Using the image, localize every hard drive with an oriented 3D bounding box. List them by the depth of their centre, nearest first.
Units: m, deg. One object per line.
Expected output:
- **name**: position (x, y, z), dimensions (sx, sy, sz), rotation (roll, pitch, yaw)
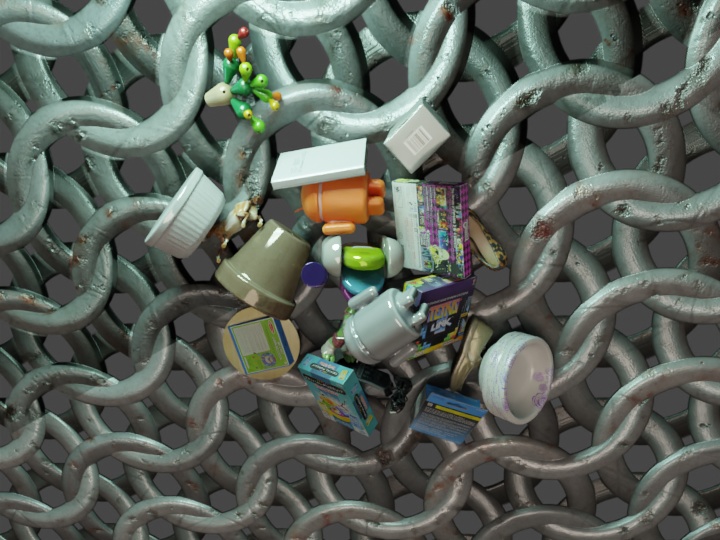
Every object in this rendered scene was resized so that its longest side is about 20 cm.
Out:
- **hard drive**: position (-0.083, -0.228, 1.181), dimensions (0.196, 0.133, 0.027), rotation (-7, 128, 9)

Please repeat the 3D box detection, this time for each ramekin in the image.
- **ramekin**: position (-0.381, -0.118, 1.228), dimensions (0.094, 0.203, 0.202), rotation (36, 111, -21)

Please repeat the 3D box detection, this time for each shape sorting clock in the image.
- **shape sorting clock**: position (-0.250, 0.184, 1.407), dimensions (0.196, 0.039, 0.204), rotation (2, 110, 6)

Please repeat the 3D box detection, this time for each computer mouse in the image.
- **computer mouse**: position (0.024, 0.284, 1.376), dimensions (0.197, 0.139, 0.053), rotation (24, 114, 8)

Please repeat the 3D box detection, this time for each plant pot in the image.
- **plant pot**: position (-0.203, -0.013, 1.260), dimensions (0.198, 0.200, 0.176), rotation (33, 94, -7)

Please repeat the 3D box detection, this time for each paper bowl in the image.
- **paper bowl**: position (0.355, 0.245, 1.296), dimensions (0.198, 0.104, 0.205), rotation (-6, 100, -37)

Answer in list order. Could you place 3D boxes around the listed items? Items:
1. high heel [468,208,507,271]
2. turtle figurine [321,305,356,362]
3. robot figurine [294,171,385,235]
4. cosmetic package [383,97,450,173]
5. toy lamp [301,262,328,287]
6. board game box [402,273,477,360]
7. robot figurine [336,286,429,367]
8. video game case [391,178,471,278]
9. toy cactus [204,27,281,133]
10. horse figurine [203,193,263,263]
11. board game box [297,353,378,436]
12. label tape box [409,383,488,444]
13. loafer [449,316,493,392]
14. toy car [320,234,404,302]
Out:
- **high heel**: position (0.232, -0.079, 1.195), dimensions (0.198, 0.143, 0.072), rotation (34, 111, -7)
- **turtle figurine**: position (0.003, 0.158, 1.305), dimensions (0.199, 0.144, 0.195), rotation (41, 121, 9)
- **robot figurine**: position (-0.044, -0.163, 1.212), dimensions (0.196, 0.117, 0.147), rotation (1, 114, 5)
- **cosmetic package**: position (0.113, -0.273, 1.106), dimensions (0.090, 0.201, 0.107), rotation (43, 107, -13)
- **toy lamp**: position (-0.100, 0.010, 1.240), dimensions (0.057, 0.200, 0.060), rotation (0, 88, -3)
- **board game box**: position (0.169, 0.095, 1.249), dimensions (0.056, 0.198, 0.168), rotation (30, 121, 40)
- **robot figurine**: position (0.046, 0.116, 1.132), dimensions (0.199, 0.113, 0.171), rotation (-34, 92, 22)
- **video game case**: position (0.153, -0.094, 1.208), dimensions (0.179, 0.036, 0.204), rotation (11, 117, 41)
- **toy cactus**: position (-0.257, -0.389, 1.175), dimensions (0.162, 0.102, 0.203), rotation (-8, 114, 30)
- **horse figurine**: position (-0.285, -0.107, 1.269), dimensions (0.199, 0.133, 0.050), rotation (-41, 125, 12)
- **board game box**: position (-0.055, 0.305, 1.358), dimensions (0.149, 0.047, 0.202), rotation (12, 137, 38)
- **label tape box**: position (0.214, 0.338, 1.357), dimensions (0.142, 0.064, 0.202), rotation (17, 139, 0)
- **loafer**: position (0.265, 0.211, 1.339), dimensions (0.067, 0.076, 0.203), rotation (17, 111, 6)
- **toy car**: position (0.000, 0.000, 1.215), dimensions (0.171, 0.200, 0.153), rotation (2, 97, -7)
